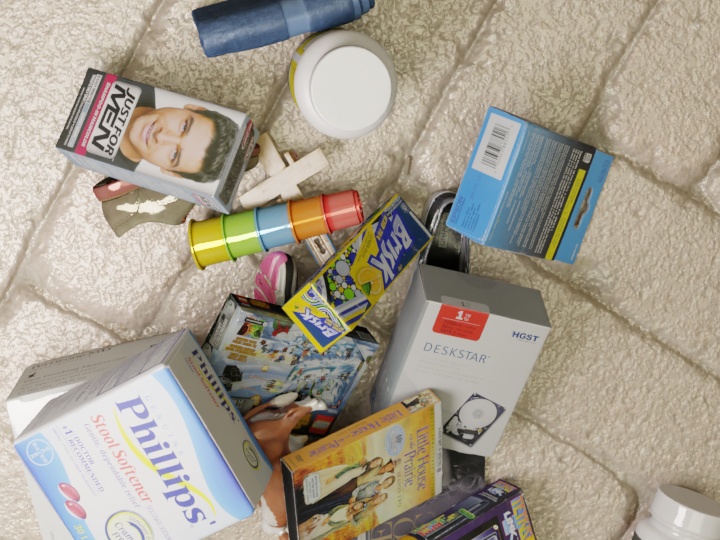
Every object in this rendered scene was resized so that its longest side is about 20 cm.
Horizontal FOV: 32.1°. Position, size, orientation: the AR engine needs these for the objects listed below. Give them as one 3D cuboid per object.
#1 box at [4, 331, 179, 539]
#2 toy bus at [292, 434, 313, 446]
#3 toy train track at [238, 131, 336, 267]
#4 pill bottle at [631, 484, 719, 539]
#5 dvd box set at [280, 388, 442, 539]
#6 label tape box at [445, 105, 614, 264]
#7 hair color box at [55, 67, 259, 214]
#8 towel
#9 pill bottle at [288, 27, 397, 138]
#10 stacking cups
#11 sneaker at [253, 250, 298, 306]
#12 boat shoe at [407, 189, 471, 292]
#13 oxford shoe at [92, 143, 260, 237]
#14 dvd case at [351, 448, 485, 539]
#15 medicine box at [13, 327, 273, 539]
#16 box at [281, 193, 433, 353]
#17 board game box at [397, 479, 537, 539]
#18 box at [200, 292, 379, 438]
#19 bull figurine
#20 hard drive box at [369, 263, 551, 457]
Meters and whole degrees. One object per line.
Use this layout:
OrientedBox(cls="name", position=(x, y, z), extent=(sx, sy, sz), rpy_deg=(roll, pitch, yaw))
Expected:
OrientedBox(cls="box", position=(-0.281, 0.200, 1.441), extent=(0.195, 0.131, 0.203), rpy_deg=(-13, 102, -4))
OrientedBox(cls="toy bus", position=(-0.075, 0.243, 1.507), extent=(0.198, 0.065, 0.079), rpy_deg=(31, 98, -12))
OrientedBox(cls="toy train track", position=(-0.066, -0.069, 1.454), extent=(0.114, 0.033, 0.202), rpy_deg=(-28, 96, 12))
OrientedBox(cls="pill bottle", position=(0.385, 0.380, 1.563), extent=(0.112, 0.114, 0.203), rpy_deg=(15, 99, -9))
OrientedBox(cls="dvd box set", position=(0.006, 0.233, 1.415), extent=(0.198, 0.029, 0.148), rpy_deg=(-21, 129, -25))
OrientedBox(cls="label tape box", position=(0.200, -0.094, 1.457), extent=(0.198, 0.063, 0.146), rpy_deg=(10, 103, -50))
OrientedBox(cls="hair color box", position=(-0.220, -0.142, 1.361), extent=(0.197, 0.061, 0.100), rpy_deg=(18, 79, 15))
OrientedBox(cls="towel", position=(-0.085, -0.280, 1.374), extent=(0.197, 0.112, 0.049), rpy_deg=(-15, 113, -3))
OrientedBox(cls="pill bottle", position=(-0.020, -0.203, 1.352), extent=(0.110, 0.200, 0.115), rpy_deg=(-1, 102, -6))
OrientedBox(cls="stacking cups", position=(-0.093, -0.046, 1.418), extent=(0.196, 0.061, 0.062), rpy_deg=(-10, 103, 7))
OrientedBox(cls="sneaker", position=(-0.070, 0.064, 1.461), extent=(0.086, 0.074, 0.203), rpy_deg=(-13, 118, -18))
OrientedBox(cls="boat shoe", position=(0.098, 0.009, 1.477), extent=(0.070, 0.068, 0.204), rpy_deg=(7, 101, -8))
OrientedBox(cls="oxford shoe", position=(-0.201, -0.094, 1.426), extent=(0.197, 0.071, 0.076), rpy_deg=(-16, 106, 8))
OrientedBox(cls="dvd case", position=(0.070, 0.278, 1.514), extent=(0.197, 0.016, 0.152), rpy_deg=(-8, 104, -30))
OrientedBox(cls="medicine box", position=(-0.223, 0.193, 1.304), extent=(0.198, 0.103, 0.184), rpy_deg=(-27, 103, 17))
OrientedBox(cls="box", position=(0.000, 0.000, 1.392), extent=(0.070, 0.200, 0.064), rpy_deg=(48, 135, -5))
OrientedBox(cls="board game box", position=(0.148, 0.386, 1.535), extent=(0.164, 0.056, 0.203), rpy_deg=(-24, 107, -27))
OrientedBox(cls="box", position=(-0.090, 0.110, 1.394), extent=(0.198, 0.040, 0.138), rpy_deg=(17, 111, -39))
OrientedBox(cls="bull figurine", position=(-0.078, 0.221, 1.410), extent=(0.120, 0.065, 0.202), rpy_deg=(-31, 134, -14))
OrientedBox(cls="hard drive box", position=(0.112, 0.107, 1.457), extent=(0.153, 0.077, 0.202), rpy_deg=(11, 122, -12))
